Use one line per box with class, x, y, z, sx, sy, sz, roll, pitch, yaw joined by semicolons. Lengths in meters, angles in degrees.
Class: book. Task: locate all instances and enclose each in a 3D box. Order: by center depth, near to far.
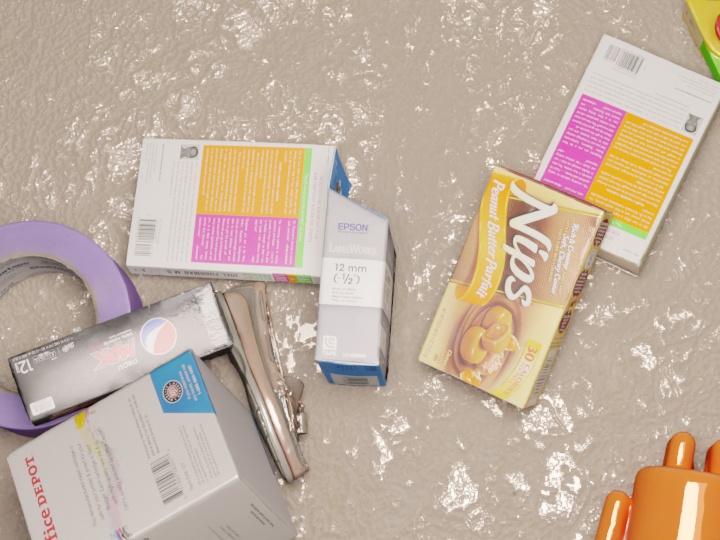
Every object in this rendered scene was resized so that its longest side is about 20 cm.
book;0.254;-0.115;1.669;0.133;0.048;0.201;26;81;14
book;-0.124;-0.058;1.683;0.197;0.048;0.135;4;72;7

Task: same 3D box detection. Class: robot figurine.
robot figurine;0.299;0.252;1.561;0.143;0.116;0.202;18;78;-31

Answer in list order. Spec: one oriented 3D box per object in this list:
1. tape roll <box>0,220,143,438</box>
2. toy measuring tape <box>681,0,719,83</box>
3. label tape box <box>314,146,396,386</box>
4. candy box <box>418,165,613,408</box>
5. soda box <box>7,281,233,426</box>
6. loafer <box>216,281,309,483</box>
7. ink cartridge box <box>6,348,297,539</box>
tape roll;-0.312;0.059;1.660;0.197;0.085;0.202;-1;78;4
toy measuring tape;0.352;-0.266;1.689;0.073;0.074;0.202;-23;78;-1
label tape box;0.000;0.000;1.619;0.065;0.143;0.202;5;79;5
candy box;0.147;0.015;1.619;0.115;0.055;0.202;24;96;17
soda box;-0.218;0.077;1.571;0.198;0.071;0.064;-20;84;-9
loafer;-0.085;0.102;1.645;0.062;0.072;0.202;-22;74;-9
ink cartridge box;-0.189;0.204;1.549;0.199;0.145;0.148;-29;55;5
